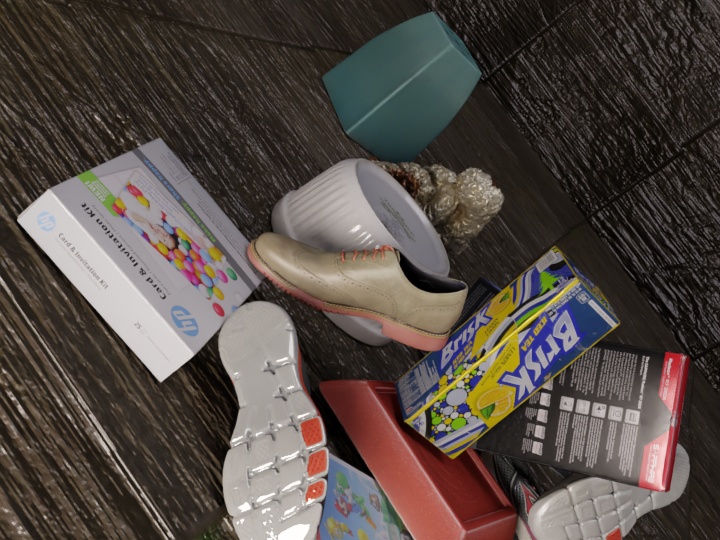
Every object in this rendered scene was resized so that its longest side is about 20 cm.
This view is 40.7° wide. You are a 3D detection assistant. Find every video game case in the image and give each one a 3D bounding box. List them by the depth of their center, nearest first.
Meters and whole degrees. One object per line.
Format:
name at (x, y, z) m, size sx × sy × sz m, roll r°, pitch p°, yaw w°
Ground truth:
video game case at (0.021, 0.230, 0.779) m, size 0.200 × 0.017 × 0.143 m, roll 37°, pitch 25°, yaw -35°

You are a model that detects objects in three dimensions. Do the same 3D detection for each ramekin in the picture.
ramekin at (0.009, -0.028, 1.060) m, size 0.200 × 0.105 × 0.200 m, roll 44°, pitch 22°, yaw -23°

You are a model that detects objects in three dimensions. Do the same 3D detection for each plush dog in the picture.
plush dog at (0.065, -0.085, 1.280) m, size 0.171 × 0.161 × 0.200 m, roll 29°, pitch -1°, yaw -19°

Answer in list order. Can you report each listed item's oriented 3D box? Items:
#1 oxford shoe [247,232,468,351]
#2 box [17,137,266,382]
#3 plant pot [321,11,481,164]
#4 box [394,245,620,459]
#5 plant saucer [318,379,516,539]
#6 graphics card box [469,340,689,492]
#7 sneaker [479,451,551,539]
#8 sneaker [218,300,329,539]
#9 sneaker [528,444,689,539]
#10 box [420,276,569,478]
oxford shoe at (0.000, 0.000, 0.860) m, size 0.199 × 0.075 × 0.071 m, roll 21°, pitch 29°, yaw -12°
box at (-0.160, -0.018, 0.773) m, size 0.156 × 0.041 × 0.200 m, roll 50°, pitch 21°, yaw -6°
plant pot at (0.073, -0.285, 1.491) m, size 0.141 × 0.200 × 0.142 m, roll 30°, pitch 30°, yaw -45°
box at (0.128, 0.075, 0.874) m, size 0.070 × 0.200 × 0.064 m, roll 41°, pitch 17°, yaw -27°
plant saucer at (0.067, 0.177, 0.907) m, size 0.200 × 0.037 × 0.200 m, roll 55°, pitch 17°, yaw 21°
graphics card box at (0.197, 0.124, 0.910) m, size 0.051 × 0.199 × 0.126 m, roll 17°, pitch 82°, yaw -63°
sneaker at (0.188, 0.255, 1.018) m, size 0.081 × 0.075 × 0.200 m, roll 29°, pitch 29°, yaw -46°
sneaker at (-0.056, 0.122, 0.719) m, size 0.082 × 0.077 × 0.201 m, roll 69°, pitch 11°, yaw -58°
sneaker at (0.237, 0.221, 0.974) m, size 0.199 × 0.082 × 0.077 m, roll -12°, pitch 104°, yaw -30°
box at (0.207, 0.136, 1.100) m, size 0.200 × 0.123 × 0.198 m, roll 39°, pitch 2°, yaw -32°
